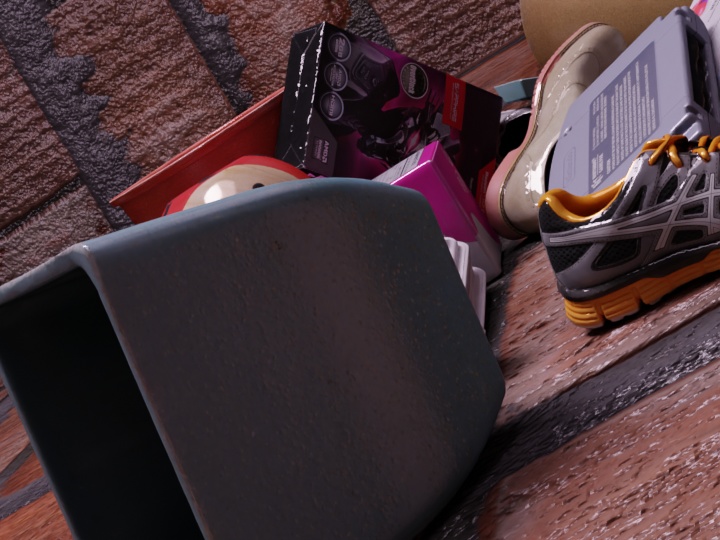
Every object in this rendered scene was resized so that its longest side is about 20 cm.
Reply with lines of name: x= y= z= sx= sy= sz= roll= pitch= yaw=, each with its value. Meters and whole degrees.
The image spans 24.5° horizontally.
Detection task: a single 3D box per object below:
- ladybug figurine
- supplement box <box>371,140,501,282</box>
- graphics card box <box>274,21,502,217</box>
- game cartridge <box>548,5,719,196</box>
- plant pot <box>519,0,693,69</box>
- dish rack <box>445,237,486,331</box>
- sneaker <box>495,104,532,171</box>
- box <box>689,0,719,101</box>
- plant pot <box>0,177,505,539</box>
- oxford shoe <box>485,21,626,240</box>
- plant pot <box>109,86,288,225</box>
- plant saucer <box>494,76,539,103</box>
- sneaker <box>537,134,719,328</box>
ladybug figurine: x=-0.093 y=-0.035 z=1.192 sx=0.135 sy=0.072 sz=0.200 roll=-33 pitch=6 yaw=-10
supplement box: x=0.000 y=0.000 z=1.262 sx=0.199 sy=0.102 sz=0.103 roll=-30 pitch=9 yaw=13
graphics card box: x=0.026 y=-0.110 z=1.355 sx=0.051 sy=0.199 sz=0.127 roll=-11 pitch=66 yaw=53
game cartridge: x=0.180 y=-0.088 z=1.099 sx=0.133 sy=0.041 sz=0.201 roll=-50 pitch=14 yaw=30
plant pot: x=0.281 y=-0.261 z=1.548 sx=0.186 sy=0.188 sz=0.199 roll=-36 pitch=22 yaw=-27
dish rack: x=-0.002 y=0.020 z=1.111 sx=0.170 sy=0.044 sz=0.200 roll=-9 pitch=16 yaw=8
sneaker: x=0.127 y=-0.111 z=1.452 sx=0.082 sy=0.075 sz=0.199 roll=-7 pitch=-13 yaw=-45
box: x=0.268 y=-0.145 z=1.108 sx=0.157 sy=0.041 sz=0.200 roll=-61 pitch=19 yaw=-19
plant pot: x=-0.045 y=0.056 z=0.834 sx=0.199 sy=0.197 sz=0.196 roll=-25 pitch=3 yaw=-28
oxford shoe: x=0.170 y=-0.110 z=1.284 sx=0.074 sy=0.071 sz=0.201 roll=-8 pitch=52 yaw=56
plant pot: x=-0.076 y=-0.031 z=1.404 sx=0.200 sy=0.196 sz=0.201 roll=-32 pitch=8 yaw=5
plant saucer: x=0.219 y=-0.166 z=1.436 sx=0.198 sy=0.019 sz=0.070 roll=-8 pitch=2 yaw=-14
sneaker: x=0.183 y=-0.042 z=0.889 sx=0.199 sy=0.078 sz=0.078 roll=-29 pitch=7 yaw=20
